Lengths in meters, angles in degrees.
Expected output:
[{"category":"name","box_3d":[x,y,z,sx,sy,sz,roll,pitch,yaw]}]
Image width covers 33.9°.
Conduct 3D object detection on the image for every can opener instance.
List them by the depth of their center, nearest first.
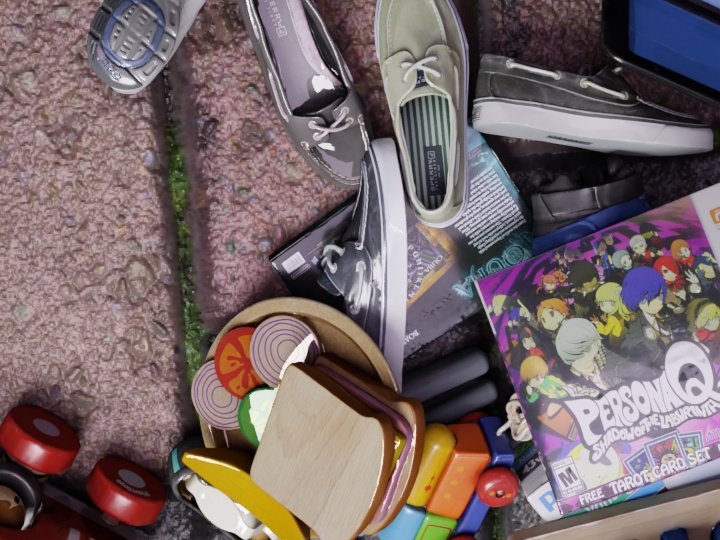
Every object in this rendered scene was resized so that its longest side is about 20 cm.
[{"category":"can opener","box_3d":[0.016,0.117,0.970,0.197,0.066,0.053,-22,108,-7]}]

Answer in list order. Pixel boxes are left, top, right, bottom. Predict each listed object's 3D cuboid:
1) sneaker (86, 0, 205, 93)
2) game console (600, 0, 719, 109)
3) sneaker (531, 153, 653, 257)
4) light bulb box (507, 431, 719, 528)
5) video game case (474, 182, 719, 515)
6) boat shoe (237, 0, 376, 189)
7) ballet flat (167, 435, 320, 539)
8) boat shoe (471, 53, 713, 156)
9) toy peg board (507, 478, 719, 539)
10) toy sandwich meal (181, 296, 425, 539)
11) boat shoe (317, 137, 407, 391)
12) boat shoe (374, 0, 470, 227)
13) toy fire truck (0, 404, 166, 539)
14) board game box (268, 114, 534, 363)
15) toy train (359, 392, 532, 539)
[{"category":"sneaker","box_3d":[-0.142,-0.220,0.885,0.074,0.087,0.202,34,80,-7]},{"category":"game console","box_3d":[0.289,-0.208,0.886,0.197,0.116,0.178,22,100,-8]},{"category":"sneaker","box_3d":[0.227,-0.039,0.936,0.196,0.077,0.113,-5,90,-13]},{"category":"light bulb box","box_3d":[0.253,0.167,0.955,0.198,0.125,0.200,-41,101,6]},{"category":"video game case","box_3d":[0.205,0.057,0.859,0.197,0.036,0.184,-21,82,7]},{"category":"boat shoe","box_3d":[-0.043,-0.151,0.910,0.066,0.057,0.202,-25,102,2]},{"category":"ballet flat","box_3d":[-0.081,0.215,0.976,0.199,0.069,0.068,36,102,-9]},{"category":"boat shoe","box_3d":[0.185,-0.129,0.918,0.196,0.071,0.065,8,87,-12]},{"category":"toy peg board","box_3d":[0.230,0.279,0.866,0.197,0.098,0.202,-15,104,3]},{"category":"toy sandwich meal","box_3d":[-0.050,0.120,0.884,0.202,0.070,0.209,5,100,26]},{"category":"boat shoe","box_3d":[0.000,0.000,0.910,0.066,0.072,0.204,-1,108,-5]},{"category":"boat shoe","box_3d":[0.052,-0.135,0.897,0.071,0.062,0.204,-10,87,5]},{"category":"toy fire truck","box_3d":[-0.246,0.204,0.914,0.198,0.168,0.113,31,98,-9]},{"category":"board game box","box_3d":[0.043,-0.012,0.957,0.199,0.028,0.136,-34,101,3]},{"category":"toy train","box_3d":[0.064,0.137,0.921,0.114,0.085,0.202,13,117,-19]}]
